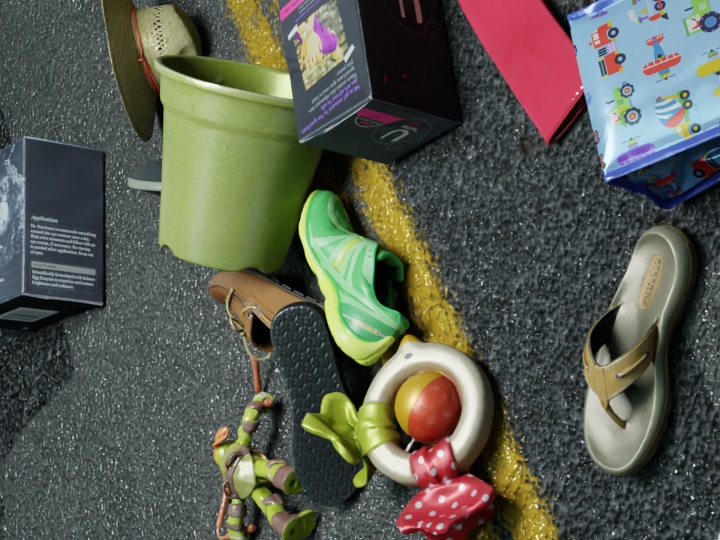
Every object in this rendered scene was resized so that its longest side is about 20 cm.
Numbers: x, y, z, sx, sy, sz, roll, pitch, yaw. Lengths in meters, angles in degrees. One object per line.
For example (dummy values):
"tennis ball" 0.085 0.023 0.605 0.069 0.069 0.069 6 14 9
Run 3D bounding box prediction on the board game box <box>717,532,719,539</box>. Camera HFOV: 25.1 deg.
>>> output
"board game box" 0.311 0.197 1.135 0.126 0.034 0.201 26 105 51

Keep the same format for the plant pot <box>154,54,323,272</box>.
"plant pot" -0.123 -0.102 1.609 0.200 0.199 0.185 30 112 49

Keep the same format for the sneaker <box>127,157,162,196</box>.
"sneaker" -0.175 -0.133 1.779 0.199 0.075 0.107 0 80 42

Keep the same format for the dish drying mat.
"dish drying mat" 0.144 -0.205 1.425 0.077 0.018 0.201 -54 47 32

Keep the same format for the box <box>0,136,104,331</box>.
"box" -0.417 -0.041 2.024 0.196 0.117 0.201 -18 69 49

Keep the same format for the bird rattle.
"bird rattle" 0.051 0.144 1.426 0.200 0.112 0.164 27 89 47

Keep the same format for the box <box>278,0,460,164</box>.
"box" 0.005 -0.218 1.514 0.106 0.122 0.201 -26 65 41

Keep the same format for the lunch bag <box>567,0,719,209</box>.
"lunch bag" 0.271 -0.161 1.214 0.199 0.094 0.151 -28 60 36

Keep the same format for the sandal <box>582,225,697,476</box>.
"sandal" 0.209 0.060 1.270 0.080 0.054 0.201 23 102 51

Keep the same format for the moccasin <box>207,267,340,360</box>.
"moccasin" -0.092 0.051 1.633 0.201 0.074 0.078 26 79 42

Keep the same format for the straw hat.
"straw hat" -0.225 -0.253 1.837 0.085 0.201 0.202 -12 69 5

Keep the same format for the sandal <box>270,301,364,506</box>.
"sandal" -0.035 0.125 1.548 0.075 0.048 0.202 -8 100 12

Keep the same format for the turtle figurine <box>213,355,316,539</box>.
"turtle figurine" -0.106 0.197 1.634 0.161 0.064 0.201 23 102 51

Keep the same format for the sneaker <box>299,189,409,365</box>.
"sneaker" 0.000 0.000 1.545 0.083 0.074 0.201 -31 52 13
